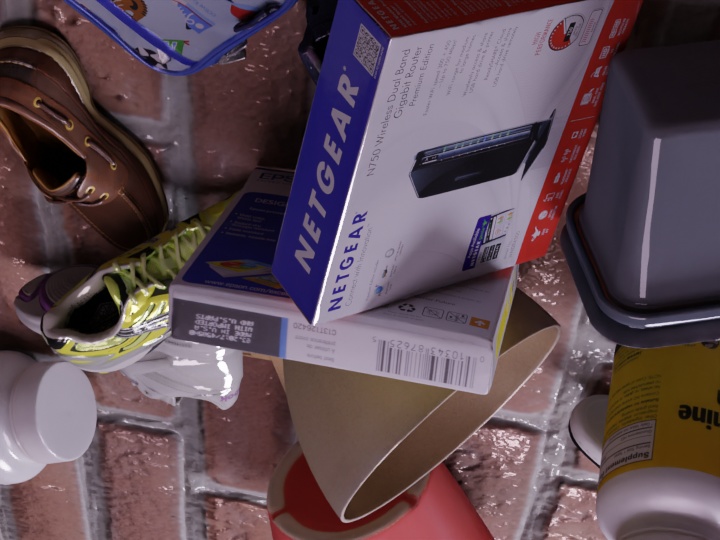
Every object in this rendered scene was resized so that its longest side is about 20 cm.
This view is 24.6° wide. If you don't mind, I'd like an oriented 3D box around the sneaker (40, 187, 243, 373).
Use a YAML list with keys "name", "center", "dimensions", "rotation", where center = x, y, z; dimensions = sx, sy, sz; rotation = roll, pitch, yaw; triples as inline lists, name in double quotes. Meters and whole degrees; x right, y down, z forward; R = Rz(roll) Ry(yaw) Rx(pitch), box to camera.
- name: "sneaker"
  center: [-0.133, 0.010, 1.147]
  dimensions: [0.199, 0.076, 0.076]
  rotation: [-35, 165, 11]

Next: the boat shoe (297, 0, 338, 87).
- name: "boat shoe"
  center: [0.029, -0.103, 0.983]
  dimensions: [0.074, 0.094, 0.200]
  rotation: [-15, 135, 34]

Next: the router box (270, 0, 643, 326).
- name: "router box"
  center: [0.052, -0.076, 0.924]
  dimensions: [0.178, 0.049, 0.201]
  rotation: [-17, 140, -32]

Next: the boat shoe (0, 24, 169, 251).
- name: "boat shoe"
  center: [-0.197, -0.074, 1.122]
  dimensions: [0.071, 0.068, 0.201]
  rotation: [-5, 140, 24]

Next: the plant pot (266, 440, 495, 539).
- name: "plant pot"
  center: [0.016, 0.229, 1.363]
  dimensions: [0.198, 0.202, 0.179]
  rotation: [-3, 131, 22]

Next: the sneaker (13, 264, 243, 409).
- name: "sneaker"
  center: [-0.177, 0.057, 1.249]
  dimensions: [0.198, 0.075, 0.101]
  rotation: [14, 130, 24]

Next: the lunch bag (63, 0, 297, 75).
- name: "lunch bag"
  center: [-0.127, -0.196, 0.931]
  dimensions: [0.199, 0.076, 0.159]
  rotation: [38, 140, -28]

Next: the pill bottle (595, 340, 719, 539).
- name: "pill bottle"
  center: [0.222, 0.132, 1.139]
  dimensions: [0.111, 0.202, 0.113]
  rotation: [9, 145, 6]

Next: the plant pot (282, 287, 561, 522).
- name: "plant pot"
  center: [0.023, 0.056, 1.146]
  dimensions: [0.135, 0.199, 0.201]
  rotation: [49, 146, 15]

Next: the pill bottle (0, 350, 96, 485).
- name: "pill bottle"
  center: [-0.326, 0.127, 1.396]
  dimensions: [0.198, 0.112, 0.111]
  rotation: [-8, 139, 28]

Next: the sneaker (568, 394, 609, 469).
- name: "sneaker"
  center: [0.230, 0.172, 1.299]
  dimensions: [0.198, 0.074, 0.112]
  rotation: [23, 142, -15]

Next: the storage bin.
- name: "storage bin"
  center: [0.220, -0.062, 0.939]
  dimensions: [0.197, 0.146, 0.135]
  rotation: [-6, 130, -6]

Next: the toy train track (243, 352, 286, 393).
- name: "toy train track"
  center: [-0.094, 0.046, 1.281]
  dimensions: [0.198, 0.033, 0.115]
  rotation: [8, 144, 21]

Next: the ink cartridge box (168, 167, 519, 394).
- name: "ink cartridge box"
  center: [0.000, 0.000, 1.043]
  dimensions: [0.195, 0.200, 0.048]
  rotation: [8, 114, 9]
